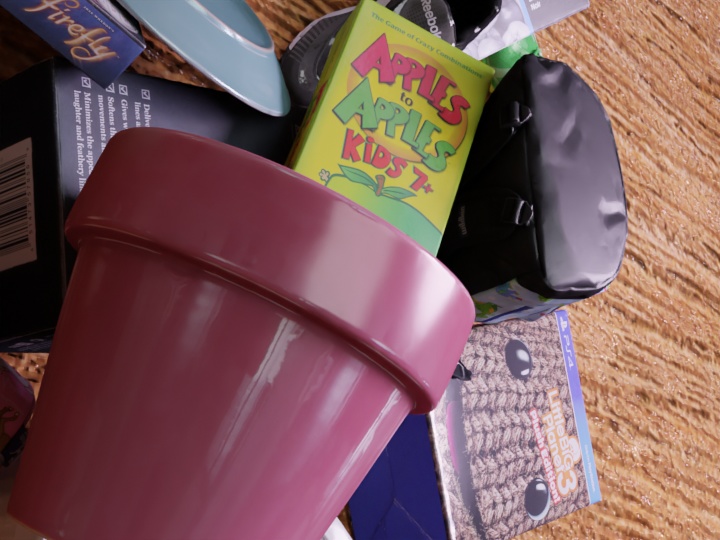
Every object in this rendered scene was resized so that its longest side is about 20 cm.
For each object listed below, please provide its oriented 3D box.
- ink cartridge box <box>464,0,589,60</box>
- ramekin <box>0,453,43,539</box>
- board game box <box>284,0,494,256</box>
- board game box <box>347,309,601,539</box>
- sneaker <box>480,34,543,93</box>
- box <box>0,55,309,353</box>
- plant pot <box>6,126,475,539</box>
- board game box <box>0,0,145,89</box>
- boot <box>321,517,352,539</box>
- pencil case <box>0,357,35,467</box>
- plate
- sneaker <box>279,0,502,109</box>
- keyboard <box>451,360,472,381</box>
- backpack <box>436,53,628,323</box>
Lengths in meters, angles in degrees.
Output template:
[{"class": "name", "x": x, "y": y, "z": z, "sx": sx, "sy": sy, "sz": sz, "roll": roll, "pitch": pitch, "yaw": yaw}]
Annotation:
[{"class": "ink cartridge box", "x": 0.082, "y": -0.280, "z": 1.027, "sx": 0.197, "sy": 0.043, "sz": 0.201, "roll": -29, "pitch": 103, "yaw": -22}, {"class": "ramekin", "x": -0.129, "y": 0.170, "z": 0.688, "sx": 0.199, "sy": 0.105, "sz": 0.202, "roll": 13, "pitch": 71, "yaw": -45}, {"class": "board game box", "x": 0.008, "y": -0.065, "z": 0.752, "sx": 0.101, "sy": 0.048, "sz": 0.201, "roll": 27, "pitch": 59, "yaw": -11}, {"class": "board game box", "x": 0.082, "y": 0.124, "z": 0.937, "sx": 0.199, "sy": 0.096, "sz": 0.161, "roll": -8, "pitch": 86, "yaw": -48}, {"class": "sneaker", "x": 0.165, "y": -0.160, "z": 1.108, "sx": 0.074, "sy": 0.083, "sz": 0.201, "roll": -15, "pitch": 91, "yaw": -48}, {"class": "box", "x": -0.128, "y": -0.029, "z": 0.736, "sx": 0.199, "sy": 0.107, "sz": 0.150, "roll": 5, "pitch": 76, "yaw": -46}, {"class": "plant pot", "x": -0.069, "y": 0.060, "z": 0.575, "sx": 0.200, "sy": 0.199, "sz": 0.180, "roll": 35, "pitch": 73, "yaw": -37}, {"class": "board game box", "x": -0.191, "y": -0.196, "z": 0.676, "sx": 0.135, "sy": 0.035, "sz": 0.200, "roll": 38, "pitch": 16, "yaw": -36}, {"class": "boot", "x": -0.037, "y": 0.215, "z": 0.643, "sx": 0.095, "sy": 0.073, "sz": 0.201, "roll": -32, "pitch": 105, "yaw": -52}, {"class": "pencil case", "x": -0.256, "y": 0.033, "z": 0.601, "sx": 0.083, "sy": 0.086, "sz": 0.200, "roll": -46, "pitch": 118, "yaw": -8}, {"class": "plate", "x": -0.108, "y": -0.172, "z": 0.727, "sx": 0.200, "sy": 0.026, "sz": 0.200, "roll": 42, "pitch": 15, "yaw": -15}, {"class": "sneaker", "x": 0.028, "y": -0.182, "z": 0.925, "sx": 0.199, "sy": 0.090, "sz": 0.067, "roll": -27, "pitch": 101, "yaw": -25}, {"class": "keyboard", "x": 0.000, "y": 0.000, "z": 0.834, "sx": 0.021, "sy": 0.200, "sz": 0.127, "roll": -44, "pitch": 125, "yaw": 2}, {"class": "backpack", "x": 0.100, "y": -0.033, "z": 0.844, "sx": 0.153, "sy": 0.200, "sz": 0.164, "roll": 9, "pitch": 68, "yaw": -34}]
